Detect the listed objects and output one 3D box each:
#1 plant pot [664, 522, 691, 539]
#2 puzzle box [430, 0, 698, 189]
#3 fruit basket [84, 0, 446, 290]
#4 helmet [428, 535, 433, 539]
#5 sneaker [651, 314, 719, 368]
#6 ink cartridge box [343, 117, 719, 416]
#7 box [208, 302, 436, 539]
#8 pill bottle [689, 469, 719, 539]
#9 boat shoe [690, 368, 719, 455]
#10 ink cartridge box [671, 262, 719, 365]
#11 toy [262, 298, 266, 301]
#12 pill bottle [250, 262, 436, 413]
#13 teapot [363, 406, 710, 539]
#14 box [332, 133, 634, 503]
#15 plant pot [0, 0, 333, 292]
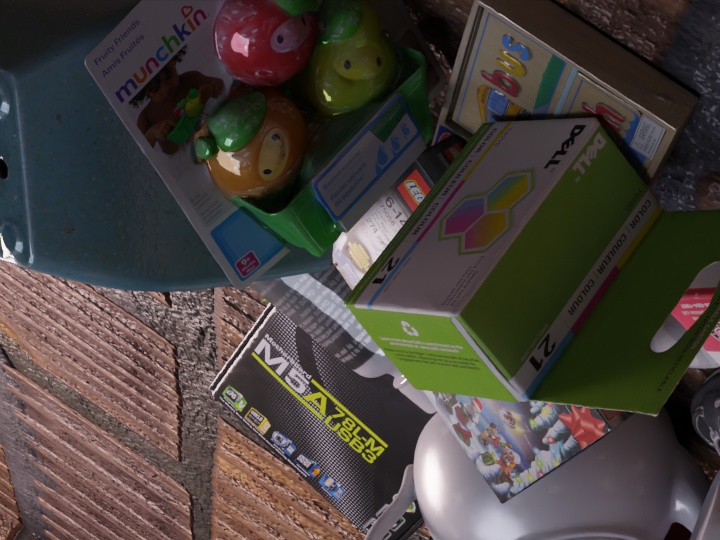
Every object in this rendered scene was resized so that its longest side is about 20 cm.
[{"bbox_3d":[0.273,0.263,1.446,0.200,0.201,0.177,45,150,-20],"label":"plant pot"},{"bbox_3d":[0.110,-0.082,1.188,0.133,0.025,0.200,35,159,9],"label":"puzzle box"},{"bbox_3d":[-0.041,-0.109,1.152,0.094,0.185,0.200,31,160,37],"label":"fruit basket"},{"bbox_3d":[0.142,0.254,1.607,0.191,0.200,0.200,57,161,8],"label":"helmet"},{"bbox_3d":[0.139,0.037,1.308,0.200,0.087,0.075,18,151,38],"label":"sneaker"},{"bbox_3d":[0.109,-0.007,1.107,0.076,0.148,0.200,49,156,-25],"label":"ink cartridge box"},{"bbox_3d":[-0.004,0.104,1.581,0.200,0.048,0.193,42,145,2],"label":"box"},{"bbox_3d":[0.304,0.198,1.293,0.199,0.113,0.113,21,157,7],"label":"pill bottle"},{"bbox_3d":[0.253,0.096,1.288,0.067,0.057,0.200,41,159,-10],"label":"boat shoe"},{"bbox_3d":[0.282,0.050,1.107,0.200,0.083,0.145,46,157,-20],"label":"ink cartridge box"},{"bbox_3d":[0.003,0.081,1.664,0.200,0.047,0.115,47,173,-7],"label":"toy"},{"bbox_3d":[0.000,0.000,1.411,0.200,0.114,0.114,40,159,-5],"label":"pill bottle"},{"bbox_3d":[0.129,0.168,1.409,0.197,0.146,0.200,14,144,-33],"label":"teapot"},{"bbox_3d":[0.073,0.033,1.273,0.200,0.040,0.137,54,144,7],"label":"box"},{"bbox_3d":[-0.158,-0.085,1.260,0.196,0.200,0.196,15,115,45],"label":"plant pot"}]
